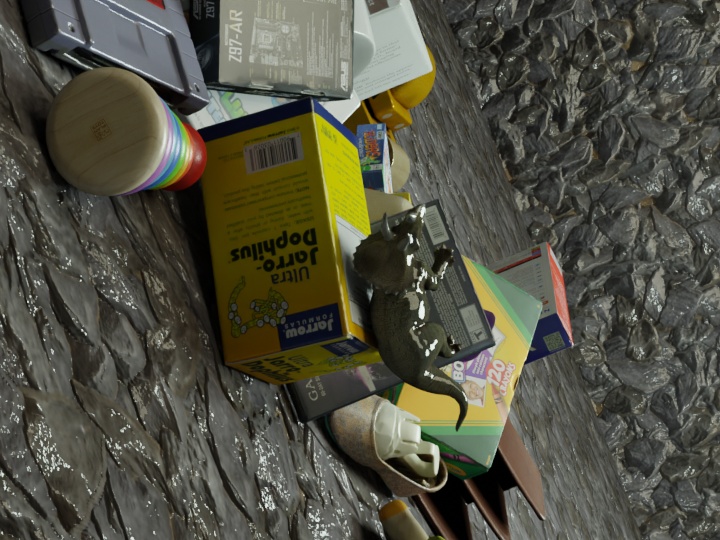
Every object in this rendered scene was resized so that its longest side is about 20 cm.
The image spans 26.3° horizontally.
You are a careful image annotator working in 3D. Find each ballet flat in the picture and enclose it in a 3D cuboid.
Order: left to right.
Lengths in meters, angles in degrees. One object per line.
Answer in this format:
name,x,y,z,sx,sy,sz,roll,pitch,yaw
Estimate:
ballet flat,0.033,0.160,1.449,0.200,0.067,0.069,47,49,-56

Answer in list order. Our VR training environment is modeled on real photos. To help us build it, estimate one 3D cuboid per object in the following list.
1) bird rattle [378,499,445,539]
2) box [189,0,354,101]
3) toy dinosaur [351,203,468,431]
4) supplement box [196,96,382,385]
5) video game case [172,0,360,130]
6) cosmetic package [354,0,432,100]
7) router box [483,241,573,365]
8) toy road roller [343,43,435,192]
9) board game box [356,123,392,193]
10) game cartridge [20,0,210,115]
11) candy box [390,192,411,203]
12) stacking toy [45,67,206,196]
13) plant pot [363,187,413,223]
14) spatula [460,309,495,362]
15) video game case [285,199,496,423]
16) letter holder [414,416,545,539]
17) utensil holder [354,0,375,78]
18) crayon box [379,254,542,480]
bird rattle,0.075,0.290,1.376,0.163,0.112,0.201,57,-1,43
box,-0.074,-0.254,1.339,0.159,0.043,0.202,-1,92,-44
toy dinosaur,0.037,0.039,1.235,0.102,0.076,0.202,-29,117,-55
supplement box,-0.055,-0.021,1.260,0.109,0.108,0.202,34,45,-67
video game case,-0.098,-0.178,1.364,0.182,0.024,0.201,-48,121,-32
cosmetic package,-0.033,-0.296,1.711,0.200,0.164,0.166,49,20,-70
router box,0.142,0.061,1.795,0.049,0.198,0.180,61,15,-23
toy road roller,0.031,-0.208,1.909,0.202,0.145,0.123,70,14,13
board game box,0.020,-0.044,1.699,0.136,0.034,0.202,-86,170,-62
game cartridge,-0.192,-0.204,1.177,0.200,0.038,0.131,19,54,-61
candy box,0.054,0.007,1.670,0.200,0.026,0.103,71,20,-63
stacking toy,-0.159,-0.089,1.116,0.200,0.085,0.086,19,49,-82
plant pot,0.000,0.000,1.461,0.201,0.133,0.201,60,15,-28
spatula,0.047,0.047,1.533,0.021,0.199,0.057,35,74,-44
video game case,0.010,0.033,1.363,0.144,0.198,0.019,68,-22,4
letter holder,0.123,0.225,1.668,0.143,0.100,0.201,-93,157,-51
utensil holder,-0.085,-0.287,1.525,0.170,0.169,0.202,33,38,-68
crayon box,0.099,0.096,1.567,0.118,0.058,0.201,30,62,-15
